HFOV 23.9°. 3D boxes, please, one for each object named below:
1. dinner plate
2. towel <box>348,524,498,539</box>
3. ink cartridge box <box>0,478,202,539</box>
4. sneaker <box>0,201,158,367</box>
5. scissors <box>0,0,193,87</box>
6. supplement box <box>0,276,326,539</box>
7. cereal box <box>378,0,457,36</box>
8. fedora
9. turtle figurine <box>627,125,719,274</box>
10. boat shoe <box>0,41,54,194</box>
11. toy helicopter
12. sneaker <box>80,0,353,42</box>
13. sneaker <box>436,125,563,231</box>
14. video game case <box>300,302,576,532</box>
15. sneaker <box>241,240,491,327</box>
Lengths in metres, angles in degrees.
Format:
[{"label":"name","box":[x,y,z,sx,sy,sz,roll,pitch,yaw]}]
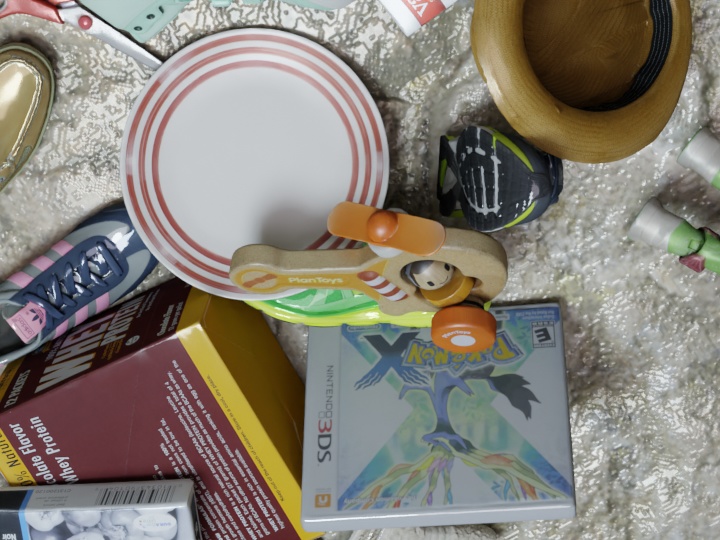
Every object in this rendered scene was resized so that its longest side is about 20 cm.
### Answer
[{"label":"dinner plate","box":[-0.078,-0.078,1.261,0.199,0.024,0.201,0,91,0]},{"label":"towel","box":[0.016,0.277,1.397,0.132,0.035,0.200,15,117,-40]},{"label":"ink cartridge box","box":[-0.209,0.254,1.285,0.197,0.043,0.201,-4,115,7]},{"label":"sneaker","box":[-0.232,0.021,1.310,0.200,0.082,0.070,-34,106,17]},{"label":"scissors","box":[-0.211,-0.195,1.253,0.199,0.014,0.073,18,112,-2]},{"label":"supplement box","box":[-0.153,0.131,1.323,0.200,0.133,0.198,-25,109,14]},{"label":"cereal box","box":[0.068,-0.277,1.181,0.200,0.040,0.144,-36,105,18]},{"label":"fedora","box":[0.140,-0.166,1.174,0.200,0.082,0.201,0,91,-35]},{"label":"turtle figurine","box":[0.308,-0.014,1.257,0.194,0.200,0.144,36,136,10]},{"label":"boat shoe","box":[-0.292,-0.078,1.276,0.072,0.076,0.200,30,112,-8]},{"label":"toy helicopter","box":[0.003,-0.004,1.197,0.199,0.079,0.132,0,153,9]},{"label":"sneaker","box":[-0.108,-0.208,1.218,0.200,0.074,0.118,17,136,-17]},{"label":"sneaker","box":[0.107,-0.069,1.194,0.081,0.200,0.074,-5,99,-8]},{"label":"video game case","box":[0.057,0.108,1.278,0.199,0.183,0.022,-4,142,6]},{"label":"sneaker","box":[0.000,0.000,1.297,0.199,0.074,0.084,-1,96,2]}]
